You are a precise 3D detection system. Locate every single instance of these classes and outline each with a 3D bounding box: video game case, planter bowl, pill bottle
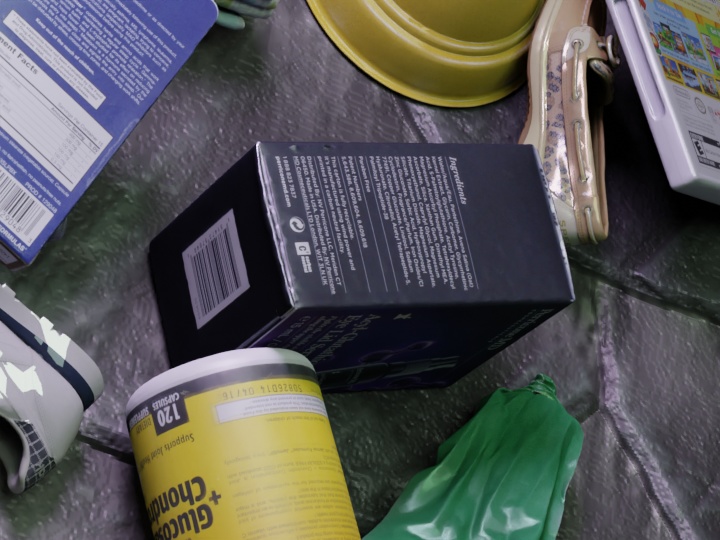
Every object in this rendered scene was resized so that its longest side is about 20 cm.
[{"bbox_3d":[0.226,-0.126,1.792,0.200,0.023,0.183,11,58,-59],"label":"video game case"},{"bbox_3d":[0.061,-0.214,1.750,0.200,0.083,0.201,14,61,-26],"label":"planter bowl"},{"bbox_3d":[-0.056,0.152,1.481,0.112,0.112,0.201,-4,69,-33],"label":"pill bottle"}]

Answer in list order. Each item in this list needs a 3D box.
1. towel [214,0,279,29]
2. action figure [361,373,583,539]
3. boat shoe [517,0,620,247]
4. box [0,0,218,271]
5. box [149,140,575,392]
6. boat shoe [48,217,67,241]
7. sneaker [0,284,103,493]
[{"bbox_3d":[-0.139,-0.246,1.631,0.200,0.048,0.172,20,47,-41],"label":"towel"},{"bbox_3d":[0.085,0.129,1.607,0.118,0.055,0.200,22,42,8],"label":"action figure"},{"bbox_3d":[0.144,-0.103,1.744,0.073,0.062,0.201,50,45,-57],"label":"boat shoe"},{"bbox_3d":[-0.177,-0.113,1.501,0.121,0.032,0.200,44,65,-17],"label":"box"},{"bbox_3d":[0.000,0.000,1.567,0.199,0.148,0.105,-1,68,-31],"label":"box"},{"bbox_3d":[-0.198,-0.112,1.549,0.068,0.072,0.201,4,68,-28],"label":"boat shoe"},{"bbox_3d":[-0.235,0.035,1.458,0.200,0.076,0.081,37,63,-9],"label":"sneaker"}]
